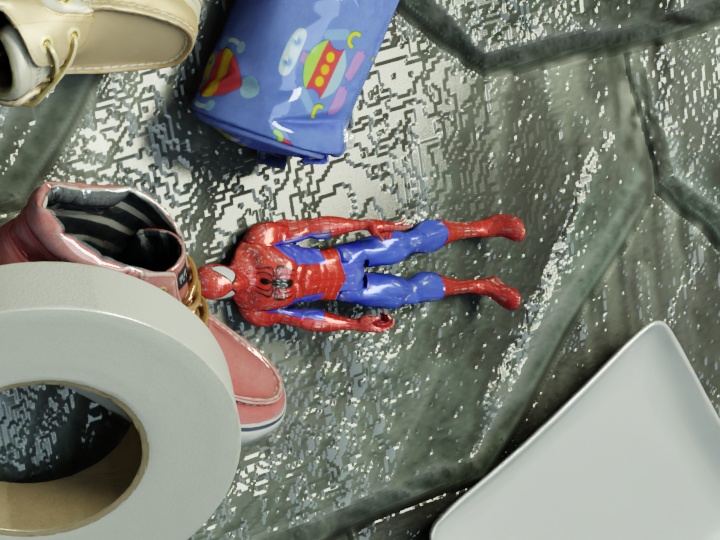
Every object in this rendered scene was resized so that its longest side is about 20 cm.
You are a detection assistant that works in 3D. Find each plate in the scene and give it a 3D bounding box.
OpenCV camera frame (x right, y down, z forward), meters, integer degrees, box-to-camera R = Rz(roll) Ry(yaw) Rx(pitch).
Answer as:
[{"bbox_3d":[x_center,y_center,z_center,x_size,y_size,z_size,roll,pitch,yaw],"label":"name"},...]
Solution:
[{"bbox_3d":[0.150,0.158,1.283,0.200,0.032,0.200,-41,121,-14],"label":"plate"}]

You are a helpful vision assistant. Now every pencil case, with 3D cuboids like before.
[{"bbox_3d":[-0.013,-0.147,1.069,0.087,0.078,0.200,24,91,-17],"label":"pencil case"}]

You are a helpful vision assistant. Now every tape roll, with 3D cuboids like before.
[{"bbox_3d":[-0.160,0.082,1.019,0.203,0.037,0.203,-7,132,-8],"label":"tape roll"}]

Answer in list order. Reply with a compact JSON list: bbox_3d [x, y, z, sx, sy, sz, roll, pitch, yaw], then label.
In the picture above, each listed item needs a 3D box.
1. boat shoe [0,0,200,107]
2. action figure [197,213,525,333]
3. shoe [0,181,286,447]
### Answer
[{"bbox_3d":[-0.168,-0.110,0.979,0.200,0.069,0.074,3,144,-25],"label":"boat shoe"},{"bbox_3d":[0.000,0.000,1.141,0.200,0.052,0.065,-4,109,-27],"label":"action figure"},{"bbox_3d":[-0.102,0.023,1.049,0.200,0.071,0.091,25,130,-30],"label":"shoe"}]
